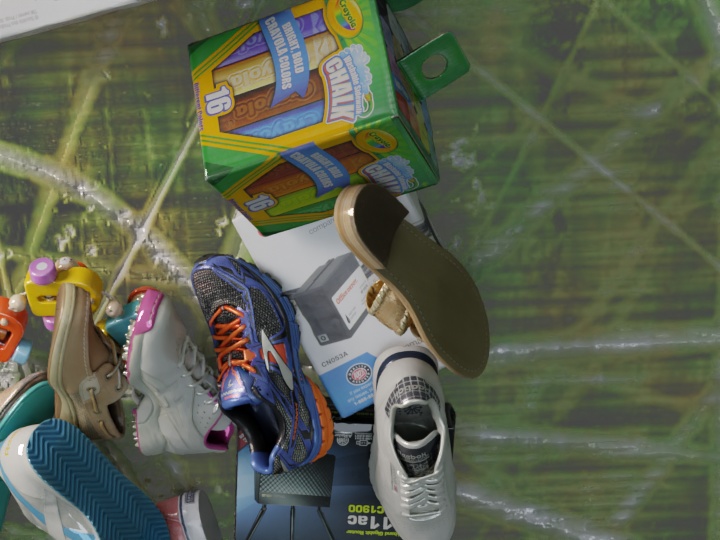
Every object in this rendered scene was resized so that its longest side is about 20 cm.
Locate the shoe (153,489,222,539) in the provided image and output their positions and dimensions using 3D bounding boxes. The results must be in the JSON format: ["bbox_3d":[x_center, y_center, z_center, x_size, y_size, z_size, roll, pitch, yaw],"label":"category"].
[{"bbox_3d":[-0.163,0.308,1.218,0.090,0.072,0.202,-16,100,6],"label":"shoe"}]

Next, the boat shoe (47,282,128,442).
[{"bbox_3d":[-0.227,0.080,1.105,0.064,0.072,0.201,4,144,-6],"label":"boat shoe"}]

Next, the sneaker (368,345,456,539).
[{"bbox_3d":[0.046,0.165,1.096,0.076,0.081,0.202,-12,118,-3],"label":"sneaker"}]

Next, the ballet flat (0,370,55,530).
[{"bbox_3d":[-0.337,0.163,1.180,0.067,0.068,0.201,36,107,31],"label":"ballet flat"}]

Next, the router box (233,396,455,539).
[{"bbox_3d":[-0.016,0.196,1.187,0.198,0.062,0.151,3,106,-1],"label":"router box"}]

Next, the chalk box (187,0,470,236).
[{"bbox_3d":[-0.014,-0.126,1.000,0.198,0.125,0.125,-16,65,14],"label":"chalk box"}]

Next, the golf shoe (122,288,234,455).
[{"bbox_3d":[-0.148,0.089,1.098,0.091,0.076,0.201,10,142,5],"label":"golf shoe"}]

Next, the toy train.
[{"bbox_3d":[-0.251,0.047,1.156,0.198,0.056,0.151,19,132,-15],"label":"toy train"}]

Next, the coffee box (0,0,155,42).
[{"bbox_3d":[-0.264,-0.281,0.986,0.198,0.198,0.202,-13,103,5],"label":"coffee box"}]

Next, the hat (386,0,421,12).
[{"bbox_3d":[-0.038,-0.263,1.085,0.200,0.176,0.166,-45,103,-28],"label":"hat"}]

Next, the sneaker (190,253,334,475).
[{"bbox_3d":[-0.088,0.079,1.077,0.075,0.078,0.201,-20,100,38],"label":"sneaker"}]

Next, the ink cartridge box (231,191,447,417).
[{"bbox_3d":[0.000,0.000,1.121,0.144,0.084,0.201,-27,104,8],"label":"ink cartridge box"}]

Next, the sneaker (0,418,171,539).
[{"bbox_3d":[-0.239,0.214,1.142,0.080,0.077,0.201,-15,115,43],"label":"sneaker"}]

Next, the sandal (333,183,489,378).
[{"bbox_3d":[0.028,0.008,1.049,0.069,0.078,0.212,-1,141,40],"label":"sandal"}]
